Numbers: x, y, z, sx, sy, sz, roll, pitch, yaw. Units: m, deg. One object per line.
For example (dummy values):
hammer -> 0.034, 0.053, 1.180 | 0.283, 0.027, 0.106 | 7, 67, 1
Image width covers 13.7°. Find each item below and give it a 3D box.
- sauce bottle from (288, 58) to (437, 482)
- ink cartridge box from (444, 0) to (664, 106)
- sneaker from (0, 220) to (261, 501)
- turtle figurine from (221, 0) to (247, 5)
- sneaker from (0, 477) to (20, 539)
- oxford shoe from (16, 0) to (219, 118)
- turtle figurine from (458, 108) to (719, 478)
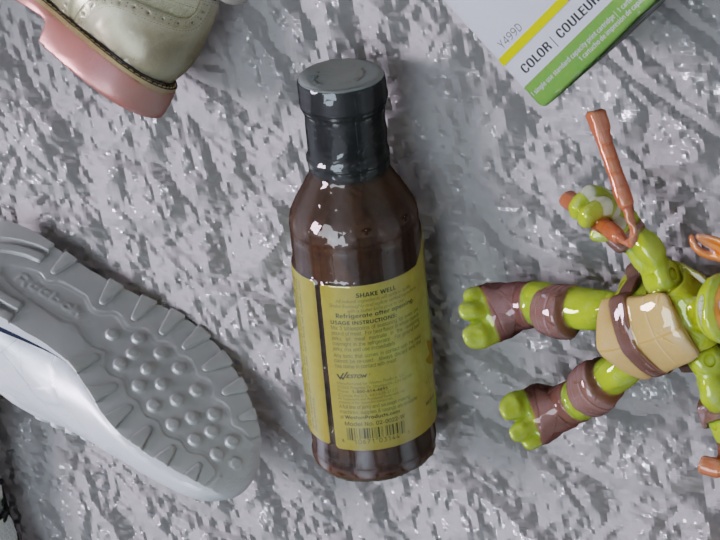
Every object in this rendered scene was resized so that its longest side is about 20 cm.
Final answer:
sauce bottle -> 0.000, 0.000, 1.398 | 0.065, 0.065, 0.200 | 13, 122, 29
ink cartridge box -> 0.065, -0.193, 1.234 | 0.200, 0.076, 0.148 | 47, 132, 2
sneaker -> -0.132, 0.056, 1.529 | 0.200, 0.076, 0.081 | 38, 142, 18
turtle figurine -> 0.008, -0.179, 1.143 | 0.194, 0.200, 0.144 | -8, 74, 43
sneaker -> -0.226, 0.098, 1.606 | 0.088, 0.076, 0.200 | -18, 105, 40
oxford shoe -> -0.148, -0.161, 1.424 | 0.200, 0.071, 0.074 | 41, 106, 10
turtle figurine -> 0.119, 0.018, 1.325 | 0.161, 0.064, 0.200 | -15, 114, 48
